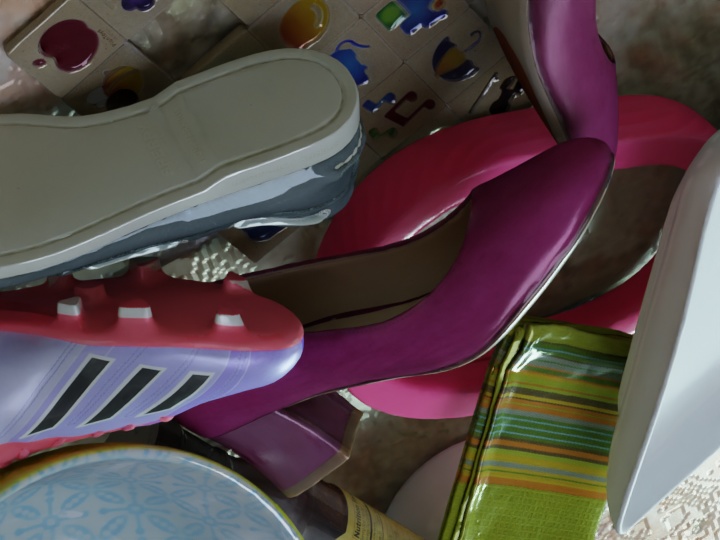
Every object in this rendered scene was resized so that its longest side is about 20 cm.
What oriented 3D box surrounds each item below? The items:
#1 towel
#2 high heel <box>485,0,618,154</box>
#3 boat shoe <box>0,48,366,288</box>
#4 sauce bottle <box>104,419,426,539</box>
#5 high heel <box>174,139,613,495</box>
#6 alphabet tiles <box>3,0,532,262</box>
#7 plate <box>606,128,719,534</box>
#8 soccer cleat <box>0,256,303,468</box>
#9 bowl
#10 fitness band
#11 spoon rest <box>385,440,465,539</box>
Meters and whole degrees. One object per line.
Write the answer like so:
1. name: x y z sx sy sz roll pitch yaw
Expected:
1. towel: 0.069 0.118 1.162 0.086 0.018 0.200 9 101 -38
2. high heel: 0.090 -0.123 1.011 0.096 0.067 0.200 -25 132 -3
3. boat shoe: -0.093 -0.021 0.997 0.200 0.073 0.062 -17 143 -6
4. sauce bottle: -0.025 0.120 1.164 0.200 0.066 0.066 32 110 -28
5. high heel: 0.000 0.000 1.028 0.096 0.067 0.200 40 112 -14
6. alphabet tiles: -0.013 -0.087 1.039 0.167 0.008 0.200 -40 138 8
7. plate: 0.169 -0.011 1.152 0.200 0.032 0.200 -36 147 -44
8. soccer cleat: -0.120 0.041 1.007 0.200 0.067 0.077 -2 109 1
9. bowl: -0.119 0.159 1.071 0.200 0.108 0.200 -4 98 -32
10. fitness band: 0.071 -0.005 1.139 0.200 0.037 0.144 -11 136 -26
11. spoon rest: 0.050 0.160 1.284 0.099 0.061 0.200 -11 120 -24
